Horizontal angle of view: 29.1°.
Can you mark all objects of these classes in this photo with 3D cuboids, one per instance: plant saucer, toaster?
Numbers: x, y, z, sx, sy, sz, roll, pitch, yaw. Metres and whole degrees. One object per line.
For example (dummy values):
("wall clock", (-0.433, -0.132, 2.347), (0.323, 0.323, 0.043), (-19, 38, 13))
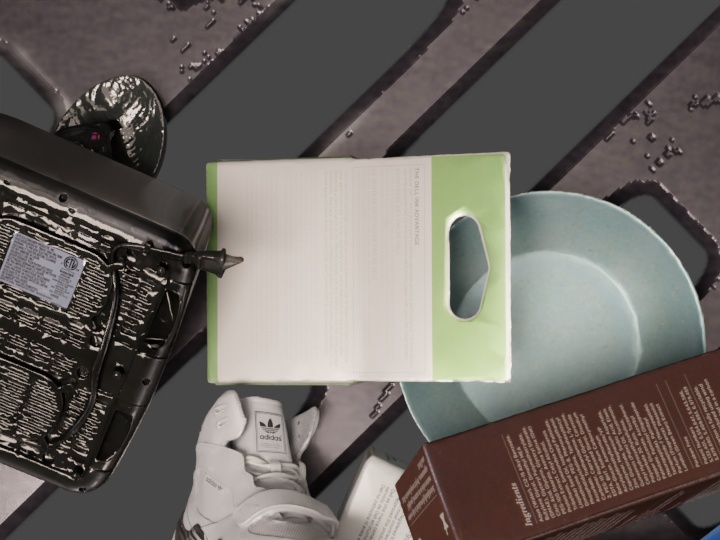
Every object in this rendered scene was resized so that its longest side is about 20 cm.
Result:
("plant saucer", (0.122, 0.049, 0.906), (0.201, 0.039, 0.201), (0, 89, 0))
("toaster", (-0.190, 0.019, 0.841), (0.200, 0.119, 0.181), (23, 107, -5))

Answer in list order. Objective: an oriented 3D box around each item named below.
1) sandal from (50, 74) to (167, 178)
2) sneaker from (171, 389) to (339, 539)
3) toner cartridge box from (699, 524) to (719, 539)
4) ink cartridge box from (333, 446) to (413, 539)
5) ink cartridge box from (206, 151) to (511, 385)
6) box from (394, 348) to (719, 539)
("sandal", (-0.199, -0.043, 0.906), (0.075, 0.048, 0.201), (40, 90, 2))
("sneaker", (-0.055, 0.134, 0.836), (0.075, 0.200, 0.115), (14, 80, -26))
("toner cartridge box", (0.207, 0.220, 0.836), (0.200, 0.043, 0.095), (-27, 118, -29))
("ink cartridge box", (0.066, 0.220, 0.878), (0.200, 0.083, 0.147), (25, 88, 2))
("ink cartridge box", (0.000, 0.000, 0.881), (0.200, 0.048, 0.146), (-1, 87, 15))
("box", (0.129, 0.116, 0.809), (0.200, 0.100, 0.075), (-17, 72, -15))
